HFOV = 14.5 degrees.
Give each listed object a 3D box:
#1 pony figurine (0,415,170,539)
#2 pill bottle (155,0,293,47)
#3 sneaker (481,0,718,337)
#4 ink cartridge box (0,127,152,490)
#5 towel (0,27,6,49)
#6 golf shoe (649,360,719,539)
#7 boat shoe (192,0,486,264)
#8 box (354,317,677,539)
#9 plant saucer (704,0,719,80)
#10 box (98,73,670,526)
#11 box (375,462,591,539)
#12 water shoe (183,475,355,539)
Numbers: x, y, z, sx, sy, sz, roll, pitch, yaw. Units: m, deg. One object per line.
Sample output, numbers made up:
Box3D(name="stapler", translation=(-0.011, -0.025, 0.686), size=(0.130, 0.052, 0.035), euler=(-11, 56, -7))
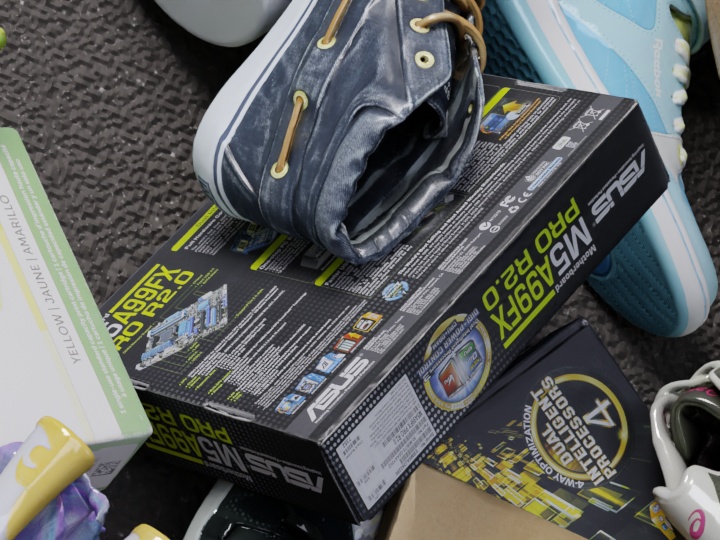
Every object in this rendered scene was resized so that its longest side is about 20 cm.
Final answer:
Box3D(name="pony figurine", translation=(-0.140, 0.150, 0.949), size=(0.193, 0.167, 0.200), euler=(32, 69, 25))
Box3D(name="pill bottle", translation=(-0.002, -0.181, 1.167), size=(0.200, 0.113, 0.113), euler=(-37, 92, -29))
Box3D(name="sneaker", translation=(0.129, -0.081, 1.220), size=(0.130, 0.080, 0.200), euler=(-27, 89, -27))
Box3D(name="ink cartridge box", translation=(-0.191, 0.021, 1.021), size=(0.200, 0.048, 0.146), euler=(-5, 58, -41))
Box3D(name="towel", translation=(-0.247, -0.073, 1.040), size=(0.200, 0.023, 0.144), euler=(-32, 54, -29))
Box3D(name="golf shoe", translation=(0.165, 0.058, 1.156), size=(0.088, 0.077, 0.200), euler=(43, 29, -19))
Box3D(name="boat shoe", translation=(0.023, -0.095, 1.080), size=(0.071, 0.091, 0.201), euler=(36, 83, -46))
Box3D(name="box", translation=(0.083, 0.145, 1.153), size=(0.161, 0.049, 0.200), euler=(-34, 91, -24))
Box3D(name="plant saucer", translation=(0.185, -0.123, 1.230), size=(0.200, 0.035, 0.201), euler=(-4, 90, -67))
Box3D(name="box", translation=(0.000, 0.000, 1.096), size=(0.200, 0.160, 0.044), euler=(-47, 127, -28))
Box3D(name="box", translation=(0.055, 0.195, 1.091), size=(0.163, 0.021, 0.201), euler=(26, 70, -15))
Box3D(name="water shoe", translation=(-0.035, 0.149, 1.028), size=(0.071, 0.079, 0.201), euler=(28, 62, -20))
